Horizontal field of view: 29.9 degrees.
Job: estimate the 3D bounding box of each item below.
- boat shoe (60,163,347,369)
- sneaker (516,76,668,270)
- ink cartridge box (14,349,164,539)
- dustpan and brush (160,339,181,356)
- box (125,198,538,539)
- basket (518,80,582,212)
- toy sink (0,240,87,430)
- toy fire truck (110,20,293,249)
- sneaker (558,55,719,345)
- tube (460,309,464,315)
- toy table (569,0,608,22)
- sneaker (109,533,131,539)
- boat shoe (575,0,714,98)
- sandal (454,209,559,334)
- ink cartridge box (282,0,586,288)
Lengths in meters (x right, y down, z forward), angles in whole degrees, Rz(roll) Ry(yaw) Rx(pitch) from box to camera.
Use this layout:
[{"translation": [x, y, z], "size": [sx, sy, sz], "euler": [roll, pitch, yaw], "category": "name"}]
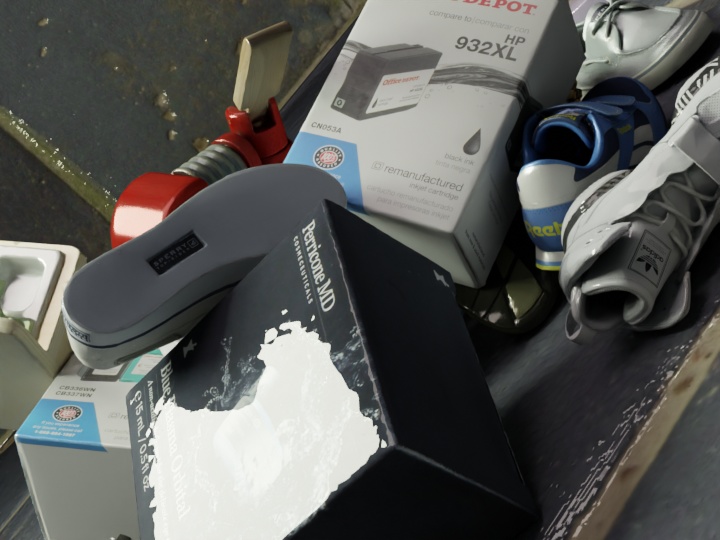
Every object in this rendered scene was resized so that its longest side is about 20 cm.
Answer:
[{"translation": [-0.096, 0.006, 0.864], "size": [0.202, 0.075, 0.086], "euler": [-33, -23, -26], "category": "boat shoe"}, {"translation": [0.157, -0.086, 0.916], "size": [0.074, 0.082, 0.200], "euler": [-13, 31, 31], "category": "sneaker"}, {"translation": [-0.158, 0.132, 1.099], "size": [0.146, 0.147, 0.200], "euler": [3, 34, 15], "category": "ink cartridge box"}, {"translation": [-0.114, 0.052, 1.023], "size": [0.200, 0.139, 0.057], "euler": [-71, -18, -54], "category": "dustpan and brush"}, {"translation": [-0.028, 0.104, 0.783], "size": [0.200, 0.117, 0.197], "euler": [-43, 39, 22], "category": "box"}, {"translation": [0.111, -0.072, 1.118], "size": [0.142, 0.150, 0.200], "euler": [-17, -4, -30], "category": "basket"}, {"translation": [-0.288, 0.046, 1.126], "size": [0.130, 0.200, 0.112], "euler": [3, 60, 17], "category": "toy sink"}, {"translation": [-0.096, -0.069, 0.974], "size": [0.128, 0.201, 0.176], "euler": [10, 36, 42], "category": "toy fire truck"}, {"translation": [0.183, -0.037, 0.751], "size": [0.200, 0.075, 0.115], "euler": [-45, 12, 37], "category": "sneaker"}, {"translation": [0.000, 0.000, 1.077], "size": [0.200, 0.050, 0.078], "euler": [30, 85, 34], "category": "tube"}, {"translation": [0.195, -0.317, 1.440], "size": [0.200, 0.117, 0.184], "euler": [-40, 15, 37], "category": "toy table"}, {"translation": [-0.138, 0.226, 0.978], "size": [0.200, 0.099, 0.071], "euler": [-39, 13, 31], "category": "sneaker"}, {"translation": [0.208, -0.184, 1.097], "size": [0.070, 0.071, 0.201], "euler": [-51, 13, -12], "category": "boat shoe"}, {"translation": [0.090, -0.008, 0.984], "size": [0.080, 0.057, 0.201], "euler": [-47, 29, -1], "category": "sandal"}, {"translation": [0.051, -0.107, 0.949], "size": [0.145, 0.084, 0.201], "euler": [16, 69, 27], "category": "ink cartridge box"}]
